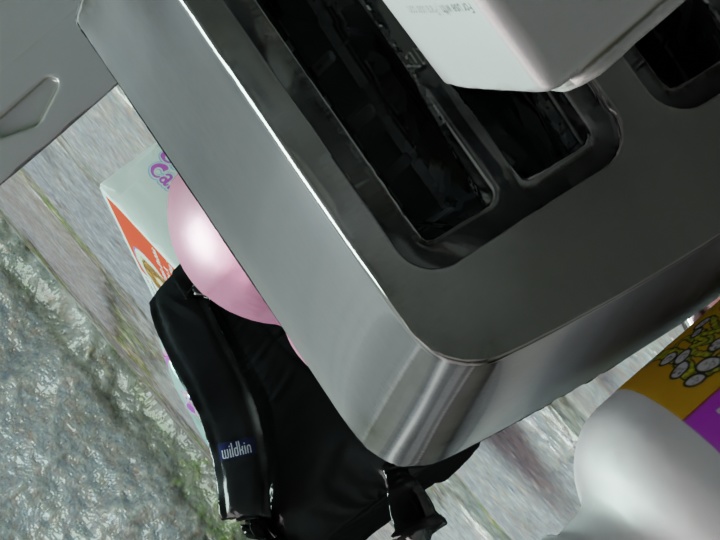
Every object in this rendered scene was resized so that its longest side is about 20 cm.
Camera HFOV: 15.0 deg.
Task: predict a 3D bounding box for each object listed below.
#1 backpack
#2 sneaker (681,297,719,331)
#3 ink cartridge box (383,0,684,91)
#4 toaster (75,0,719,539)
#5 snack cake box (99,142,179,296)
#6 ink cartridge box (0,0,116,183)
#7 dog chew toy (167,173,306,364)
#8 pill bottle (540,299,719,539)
[{"bbox_3d":[-0.040,0.068,1.656,0.200,0.167,0.127,53,176,16],"label":"backpack"},{"bbox_3d":[0.137,-0.010,0.884,0.200,0.076,0.116,48,166,14],"label":"sneaker"},{"bbox_3d":[0.026,-0.161,0.625,0.200,0.145,0.084,52,170,-14],"label":"ink cartridge box"},{"bbox_3d":[0.040,-0.055,0.770,0.200,0.180,0.119,56,165,10],"label":"toaster"},{"bbox_3d":[-0.103,0.003,1.907,0.115,0.067,0.200,47,169,25],"label":"snack cake box"},{"bbox_3d":[-0.176,-0.113,1.460,0.083,0.146,0.200,50,-173,-6],"label":"ink cartridge box"},{"bbox_3d":[0.000,0.000,1.360,0.200,0.125,0.125,43,170,-4],"label":"dog chew toy"},{"bbox_3d":[0.131,0.049,0.761,0.104,0.200,0.104,47,169,12],"label":"pill bottle"}]
